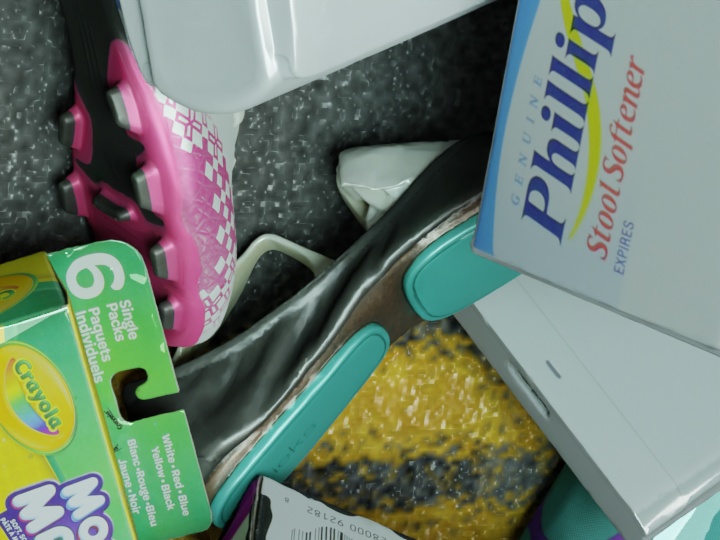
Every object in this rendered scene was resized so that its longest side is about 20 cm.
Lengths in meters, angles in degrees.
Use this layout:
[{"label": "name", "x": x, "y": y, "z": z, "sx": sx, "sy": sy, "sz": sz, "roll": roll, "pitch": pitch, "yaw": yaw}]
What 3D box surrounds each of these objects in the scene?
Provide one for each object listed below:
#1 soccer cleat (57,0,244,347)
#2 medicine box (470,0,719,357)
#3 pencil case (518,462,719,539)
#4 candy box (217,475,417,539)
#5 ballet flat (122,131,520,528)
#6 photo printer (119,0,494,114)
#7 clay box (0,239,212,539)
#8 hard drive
[{"label": "soccer cleat", "x": -0.056, "y": -0.073, "z": 0.858, "sx": 0.086, "sy": 0.070, "sz": 0.201, "roll": -27, "pitch": 120, "yaw": -28}, {"label": "medicine box", "x": 0.142, "y": -0.091, "z": 0.849, "sx": 0.199, "sy": 0.103, "sz": 0.183, "roll": -19, "pitch": 125, "yaw": -50}, {"label": "pencil case", "x": 0.109, "y": 0.111, "z": 1.014, "sx": 0.092, "sy": 0.085, "sz": 0.201, "roll": 32, "pitch": 89, "yaw": -19}, {"label": "candy box", "x": 0.024, "y": 0.169, "z": 0.918, "sx": 0.199, "sy": 0.061, "sz": 0.137, "roll": 23, "pitch": 122, "yaw": -13}, {"label": "ballet flat", "x": 0.000, "y": 0.000, "z": 0.915, "sx": 0.200, "sy": 0.068, "sz": 0.068, "roll": -40, "pitch": 160, "yaw": -9}, {"label": "photo printer", "x": -0.002, "y": -0.152, "z": 0.825, "sx": 0.200, "sy": 0.069, "sz": 0.168, "roll": -30, "pitch": 114, "yaw": -52}, {"label": "clay box", "x": -0.147, "y": 0.073, "z": 0.835, "sx": 0.199, "sy": 0.048, "sz": 0.116, "roll": -18, "pitch": 116, "yaw": -7}, {"label": "hard drive", "x": 0.137, "y": -0.008, "z": 0.977, "sx": 0.199, "sy": 0.132, "sz": 0.026, "roll": -33, "pitch": 164, "yaw": -18}]
